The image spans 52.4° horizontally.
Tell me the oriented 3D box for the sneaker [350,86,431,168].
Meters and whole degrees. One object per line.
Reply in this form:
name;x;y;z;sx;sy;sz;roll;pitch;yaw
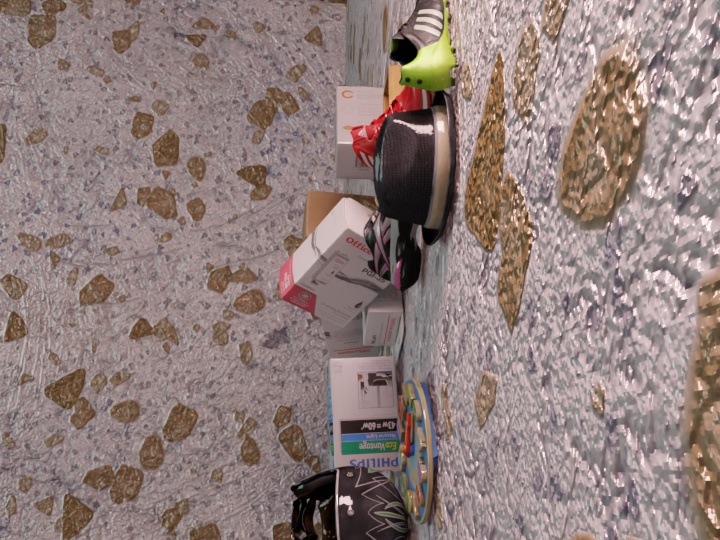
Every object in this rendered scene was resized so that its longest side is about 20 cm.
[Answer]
sneaker;0.043;-0.222;1.127;0.201;0.114;0.079;96;174;-49

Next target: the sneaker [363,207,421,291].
sneaker;0.041;-0.069;1.096;0.080;0.086;0.202;-28;-50;-49

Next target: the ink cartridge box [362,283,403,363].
ink cartridge box;0.039;0.063;1.386;0.117;0.067;0.202;96;173;-51

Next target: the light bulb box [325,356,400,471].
light bulb box;0.001;0.275;1.373;0.198;0.123;0.203;108;159;-74

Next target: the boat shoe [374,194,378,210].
boat shoe;0.057;-0.122;1.227;0.200;0.065;0.075;128;144;-83

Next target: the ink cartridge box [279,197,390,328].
ink cartridge box;-0.029;-0.010;1.283;0.200;0.146;0.083;-45;32;31

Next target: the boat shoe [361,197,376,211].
boat shoe;0.038;-0.103;1.433;0.200;0.071;0.068;-115;29;-75

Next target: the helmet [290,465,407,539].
helmet;-0.015;0.412;1.187;0.200;0.189;0.202;38;-138;-44

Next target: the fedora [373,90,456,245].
fedora;0.065;-0.134;0.949;0.201;0.090;0.204;-179;90;-85

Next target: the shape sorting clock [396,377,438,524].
shape sorting clock;0.075;0.254;1.038;0.200;0.039;0.203;-179;90;-86

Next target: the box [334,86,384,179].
box;0.006;-0.298;1.579;0.098;0.123;0.202;96;174;-48

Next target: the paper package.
paper package;-0.050;-0.097;1.820;0.201;0.188;0.104;-95;12;-51

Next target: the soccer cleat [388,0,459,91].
soccer cleat;0.076;-0.303;0.943;0.068;0.080;0.202;96;174;-47

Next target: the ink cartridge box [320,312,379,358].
ink cartridge box;-0.021;0.127;1.645;0.067;0.114;0.202;-83;-17;-57

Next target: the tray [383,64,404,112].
tray;0.065;-0.272;1.379;0.099;0.037;0.203;102;169;-70
